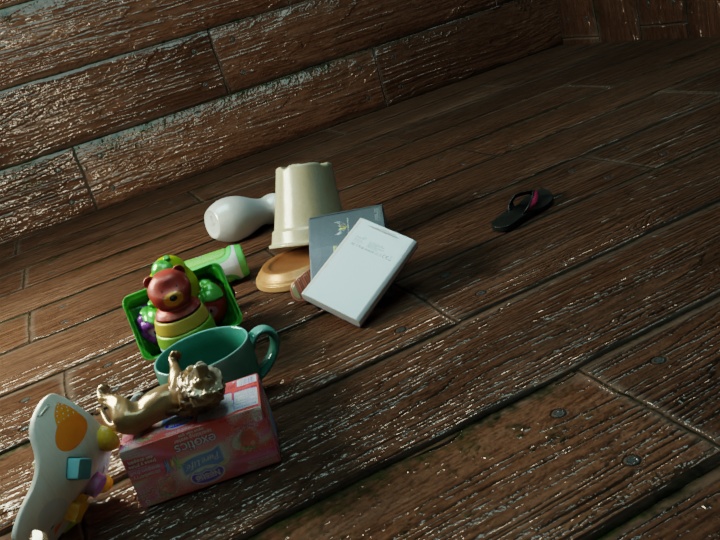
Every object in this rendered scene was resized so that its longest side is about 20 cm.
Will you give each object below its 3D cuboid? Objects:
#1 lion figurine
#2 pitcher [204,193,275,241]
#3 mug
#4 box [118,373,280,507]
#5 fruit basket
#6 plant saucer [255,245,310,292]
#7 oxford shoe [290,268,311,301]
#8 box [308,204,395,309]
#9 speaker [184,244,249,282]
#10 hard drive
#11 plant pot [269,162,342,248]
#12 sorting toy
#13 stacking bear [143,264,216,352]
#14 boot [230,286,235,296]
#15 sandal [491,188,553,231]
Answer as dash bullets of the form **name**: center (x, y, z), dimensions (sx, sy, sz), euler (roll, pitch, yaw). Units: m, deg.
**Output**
- **lion figurine**: center (-0.275, 0.178, 1.041), dimensions (0.199, 0.073, 0.123), euler (-31, 35, 1)
- **pitcher**: center (-0.337, -0.143, 2.138), dimensions (0.199, 0.122, 0.171), euler (-19, -3, -37)
- **mug**: center (-0.217, 0.169, 1.208), dimensions (0.184, 0.115, 0.152), euler (-13, 20, 7)
- **box**: center (-0.220, 0.234, 1.069), dimensions (0.199, 0.095, 0.103), euler (-18, 20, -4)
- **fruit basket**: center (-0.339, 0.063, 1.453), dimensions (0.215, 0.156, 0.216), euler (-24, -12, -5)
- **plant saucer**: center (-0.142, -0.010, 1.728), dimensions (0.199, 0.038, 0.200), euler (-14, 21, 5)
- **oxford shoe**: center (-0.047, 0.015, 1.578), dimensions (0.199, 0.071, 0.074), euler (-22, -8, -5)
- **box**: center (-0.020, -0.029, 1.514), dimensions (0.157, 0.051, 0.201), euler (-10, 53, 8)
- **speaker**: center (-0.363, 0.005, 1.789), dimensions (0.199, 0.089, 0.088), euler (-19, 20, -7)
- **hard drive**: center (0.000, 0.000, 1.440), dimensions (0.131, 0.025, 0.200), euler (24, 63, 26)
- **plant pot**: center (-0.123, -0.152, 1.784), dimensions (0.199, 0.185, 0.200), euler (-6, 2, 0)
- **sorting toy**: center (-0.397, 0.298, 0.984), dimensions (0.106, 0.201, 0.180), euler (19, 38, -3)
- **stacking bear**: center (-0.313, 0.092, 1.354), dimensions (0.121, 0.201, 0.114), euler (-20, 22, -10)
- **boot**: center (-0.383, 0.067, 1.666), dimensions (0.199, 0.070, 0.174), euler (-26, 23, -18)
- **sandal**: center (0.355, -0.143, 1.676), dimensions (0.075, 0.045, 0.200), euler (6, 30, 46)
